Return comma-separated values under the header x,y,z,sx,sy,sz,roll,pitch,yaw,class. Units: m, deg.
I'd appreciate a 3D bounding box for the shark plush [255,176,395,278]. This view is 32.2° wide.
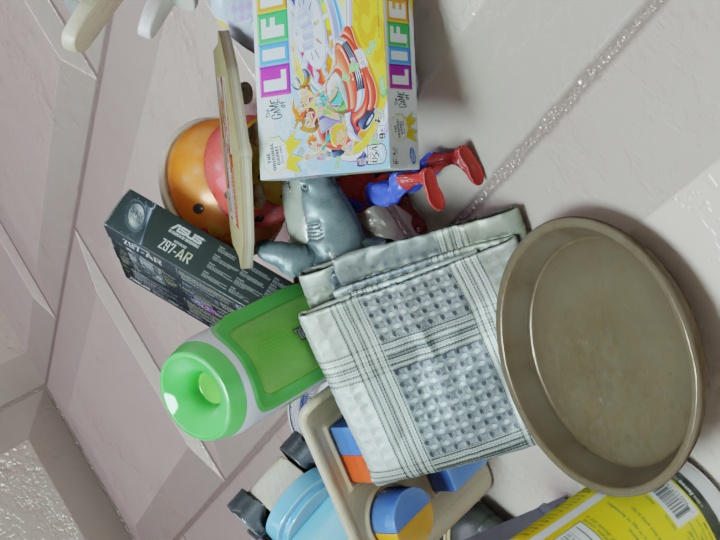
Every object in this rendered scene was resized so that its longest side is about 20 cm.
x,y,z,sx,sy,sz,roll,pitch,yaw,class
0.000,0.000,1.008,0.200,0.091,0.083,52,121,16,shark plush

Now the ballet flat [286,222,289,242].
x,y,z,sx,sy,sz,roll,pitch,yaw,class
-0.004,0.018,1.157,0.200,0.046,0.067,53,164,-19,ballet flat

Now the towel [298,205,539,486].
x,y,z,sx,sy,sz,roll,pitch,yaw,class
0.063,0.064,0.981,0.035,0.192,0.200,-59,-50,-68,towel

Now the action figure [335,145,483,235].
x,y,z,sx,sy,sz,roll,pitch,yaw,class
0.032,-0.044,1.043,0.200,0.065,0.099,3,119,60,action figure

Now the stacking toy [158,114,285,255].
x,y,z,sx,sy,sz,roll,pitch,yaw,class
-0.086,-0.103,1.172,0.200,0.146,0.146,-23,95,50,stacking toy

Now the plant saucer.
x,y,z,sx,sy,sz,roll,pitch,yaw,class
0.169,0.059,0.876,0.200,0.029,0.200,26,122,51,plant saucer

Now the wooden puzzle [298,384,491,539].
x,y,z,sx,sy,sz,roll,pitch,yaw,class
0.046,0.161,1.102,0.046,0.185,0.200,-3,113,43,wooden puzzle

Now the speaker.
x,y,z,sx,sy,sz,roll,pitch,yaw,class
-0.070,0.067,1.025,0.088,0.200,0.089,14,115,32,speaker

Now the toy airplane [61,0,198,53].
x,y,z,sx,sy,sz,roll,pitch,yaw,class
-0.173,-0.281,0.998,0.141,0.199,0.200,30,-159,-12,toy airplane

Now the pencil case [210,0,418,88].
x,y,z,sx,sy,sz,roll,pitch,yaw,class
-0.040,-0.183,1.015,0.200,0.083,0.091,49,129,28,pencil case

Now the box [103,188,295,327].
x,y,z,sx,sy,sz,roll,pitch,yaw,class
-0.143,0.014,1.199,0.200,0.044,0.160,30,162,8,box

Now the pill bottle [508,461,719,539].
x,y,z,sx,sy,sz,roll,pitch,yaw,class
0.166,0.222,0.895,0.112,0.200,0.113,45,151,34,pill bottle

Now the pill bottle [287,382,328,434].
x,y,z,sx,sy,sz,roll,pitch,yaw,class
-0.011,0.140,1.251,0.111,0.111,0.200,63,165,-2,pill bottle

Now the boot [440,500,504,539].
x,y,z,sx,sy,sz,roll,pitch,yaw,class
0.142,0.323,1.208,0.138,0.077,0.200,18,133,50,boot

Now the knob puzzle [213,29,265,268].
x,y,z,sx,sy,sz,roll,pitch,yaw,class
-0.095,-0.100,1.038,0.220,0.030,0.220,174,90,-81,knob puzzle

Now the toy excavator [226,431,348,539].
x,y,z,sx,sy,sz,roll,pitch,yaw,class
-0.010,0.277,1.203,0.200,0.100,0.195,35,163,32,toy excavator

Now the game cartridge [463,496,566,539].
x,y,z,sx,sy,sz,roll,pitch,yaw,class
0.143,0.257,0.993,0.130,0.200,0.038,44,124,30,game cartridge

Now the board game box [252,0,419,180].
x,y,z,sx,sy,sz,roll,pitch,yaw,class
-0.021,-0.170,0.919,0.134,0.034,0.200,-2,92,43,board game box

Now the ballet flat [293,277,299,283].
x,y,z,sx,sy,sz,roll,pitch,yaw,class
-0.037,0.046,1.276,0.063,0.069,0.200,32,145,25,ballet flat
